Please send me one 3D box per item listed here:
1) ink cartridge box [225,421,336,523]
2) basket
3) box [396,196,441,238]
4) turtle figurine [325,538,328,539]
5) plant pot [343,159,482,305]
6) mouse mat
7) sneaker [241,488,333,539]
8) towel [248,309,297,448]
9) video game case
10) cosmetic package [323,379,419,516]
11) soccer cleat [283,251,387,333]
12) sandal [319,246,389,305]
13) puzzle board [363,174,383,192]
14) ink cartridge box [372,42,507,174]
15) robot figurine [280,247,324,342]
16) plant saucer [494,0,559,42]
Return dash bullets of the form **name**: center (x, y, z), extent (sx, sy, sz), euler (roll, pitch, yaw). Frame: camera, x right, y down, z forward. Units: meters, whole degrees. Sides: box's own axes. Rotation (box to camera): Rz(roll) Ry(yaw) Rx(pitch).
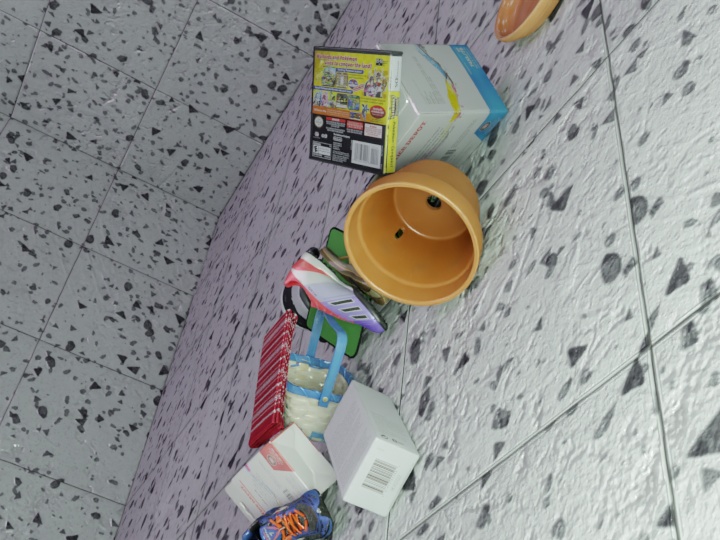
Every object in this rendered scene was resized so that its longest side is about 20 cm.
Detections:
- **ink cartridge box**: center (-0.133, 0.347, 1.507), extent (0.067, 0.117, 0.200), euler (-34, -9, -45)
- **basket**: center (-0.071, 0.175, 1.546), extent (0.176, 0.138, 0.202), euler (-132, 60, -72)
- **box**: center (0.090, -0.063, 1.554), extent (0.194, 0.047, 0.200), euler (-62, 16, 9)
- **turtle figurine**: center (-0.109, 0.438, 1.226), extent (0.200, 0.144, 0.194), euler (38, 83, 31)
- **plant pot**: center (0.091, -0.070, 1.340), extent (0.200, 0.199, 0.140), euler (-51, 5, 40)
- **mouse mat**: center (-0.031, 0.037, 1.638), extent (0.161, 0.007, 0.202), euler (29, 108, 47)
- **sneaker**: center (-0.111, 0.393, 1.403), extent (0.078, 0.076, 0.200), euler (-18, -15, -43)
- **towel**: center (-0.143, 0.179, 1.500), extent (0.145, 0.022, 0.202), euler (134, 146, -56)
- **video game case**: center (-0.011, -0.251, 1.426), extent (0.199, 0.025, 0.182), euler (20, 112, 49)
- **cosmetic package**: center (0.011, 0.247, 1.303), extent (0.102, 0.071, 0.200), euler (-62, 16, 10)
- **soccer cleat**: center (-0.041, 0.052, 1.548), extent (0.073, 0.200, 0.068), euler (-48, -19, -8)
- **sandal**: center (0.000, 0.000, 1.546), extent (0.054, 0.080, 0.200), euler (-49, 33, -7)
- **puzzle board**: center (0.037, -0.127, 1.537), extent (0.200, 0.017, 0.152), euler (-55, -18, -47)
- **ink cartridge box**: center (0.096, -0.259, 1.470), extent (0.147, 0.199, 0.147), euler (-48, 62, 44)
- **robot figurine**: center (-0.080, 0.048, 1.798), extent (0.200, 0.124, 0.151), euler (-30, 34, 63)
- **plant saucer**: center (0.293, -0.466, 1.527), extent (0.201, 0.037, 0.201), euler (-56, 19, 30)
